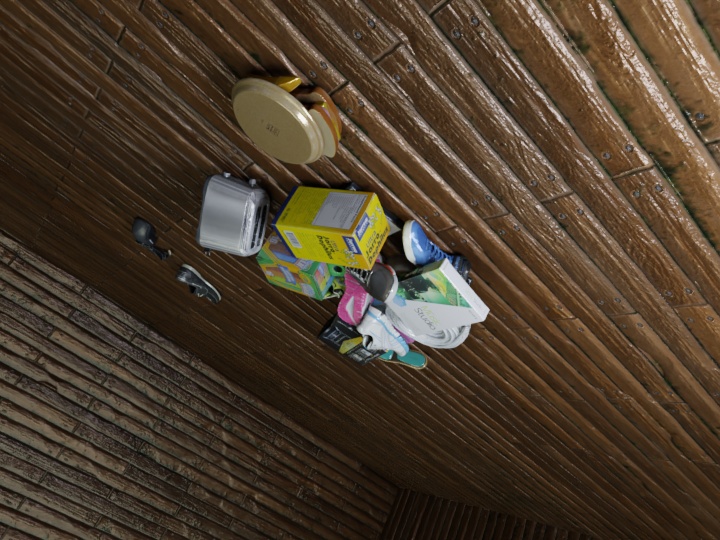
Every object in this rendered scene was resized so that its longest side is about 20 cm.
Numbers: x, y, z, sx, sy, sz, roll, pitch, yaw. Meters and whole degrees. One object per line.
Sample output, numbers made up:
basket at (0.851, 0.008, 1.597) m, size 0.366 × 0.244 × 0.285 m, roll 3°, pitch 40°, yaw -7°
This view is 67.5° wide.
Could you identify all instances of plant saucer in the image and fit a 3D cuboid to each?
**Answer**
plant saucer at (0.141, 0.036, 1.246) m, size 0.199 × 0.032 × 0.201 m, roll 22°, pitch 154°, yaw 12°

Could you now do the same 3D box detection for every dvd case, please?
dvd case at (-0.016, -0.108, 1.150) m, size 0.142 × 0.018 × 0.200 m, roll 37°, pitch 152°, yaw -19°

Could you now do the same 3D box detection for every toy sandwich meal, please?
toy sandwich meal at (-0.129, -0.267, 0.931) m, size 0.204 × 0.071 × 0.206 m, roll 26°, pitch 156°, yaw 12°

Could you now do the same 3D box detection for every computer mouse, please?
computer mouse at (-0.686, -0.089, 1.765) m, size 0.140 × 0.046 × 0.200 m, roll 32°, pitch 153°, yaw -6°

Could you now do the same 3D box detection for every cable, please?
cable at (0.156, 0.105, 1.244) m, size 0.199 × 0.070 × 0.200 m, roll 23°, pitch 153°, yaw 11°

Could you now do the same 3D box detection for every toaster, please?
toaster at (-0.287, -0.115, 1.217) m, size 0.128 × 0.202 × 0.114 m, roll 16°, pitch -167°, yaw 10°

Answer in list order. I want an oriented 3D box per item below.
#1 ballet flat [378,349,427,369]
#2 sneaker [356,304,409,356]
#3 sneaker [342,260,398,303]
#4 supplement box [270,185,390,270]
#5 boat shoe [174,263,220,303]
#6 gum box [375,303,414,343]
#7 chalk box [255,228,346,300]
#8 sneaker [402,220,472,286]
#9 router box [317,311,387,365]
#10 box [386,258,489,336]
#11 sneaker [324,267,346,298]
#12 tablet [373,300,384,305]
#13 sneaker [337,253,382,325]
ballet flat at (0.104, 0.251, 1.619) m, size 0.199 × 0.069 × 0.063 m, roll 22°, pitch 167°, yaw 13°
sneaker at (0.049, 0.166, 1.322) m, size 0.075 × 0.087 × 0.200 m, roll 35°, pitch 169°, yaw 47°
sneaker at (0.000, 0.000, 1.119) m, size 0.081 × 0.078 × 0.200 m, roll 9°, pitch -155°, yaw -39°
supplement box at (-0.059, -0.088, 1.084) m, size 0.199 × 0.109 × 0.110 m, roll 10°, pitch 148°, yaw 30°
boat shoe at (-0.575, 0.061, 1.905) m, size 0.071 × 0.068 × 0.200 m, roll 3°, pitch 146°, yaw 36°
gum box at (0.061, 0.141, 1.459) m, size 0.113 × 0.066 × 0.199 m, roll 41°, pitch 150°, yaw -23°
chalk box at (-0.124, -0.018, 1.288) m, size 0.199 × 0.124 × 0.125 m, roll 17°, pitch 152°, yaw 19°
sneaker at (0.163, -0.024, 1.078) m, size 0.110 × 0.077 × 0.201 m, roll -5°, pitch 128°, yaw 29°
router box at (-0.017, 0.182, 1.471) m, size 0.157 × 0.052 × 0.200 m, roll 33°, pitch 153°, yaw -7°
box at (0.141, 0.060, 1.091) m, size 0.144 × 0.036 × 0.199 m, roll 47°, pitch 142°, yaw -15°
sneaker at (-0.097, 0.031, 1.387) m, size 0.199 × 0.077 × 0.076 m, roll -4°, pitch 127°, yaw 48°
tablet at (0.005, 0.046, 1.395) m, size 0.130 × 0.014 × 0.199 m, roll 47°, pitch 147°, yaw -21°
sneaker at (0.006, 0.029, 1.282) m, size 0.081 × 0.088 × 0.201 m, roll 29°, pitch 123°, yaw 11°
